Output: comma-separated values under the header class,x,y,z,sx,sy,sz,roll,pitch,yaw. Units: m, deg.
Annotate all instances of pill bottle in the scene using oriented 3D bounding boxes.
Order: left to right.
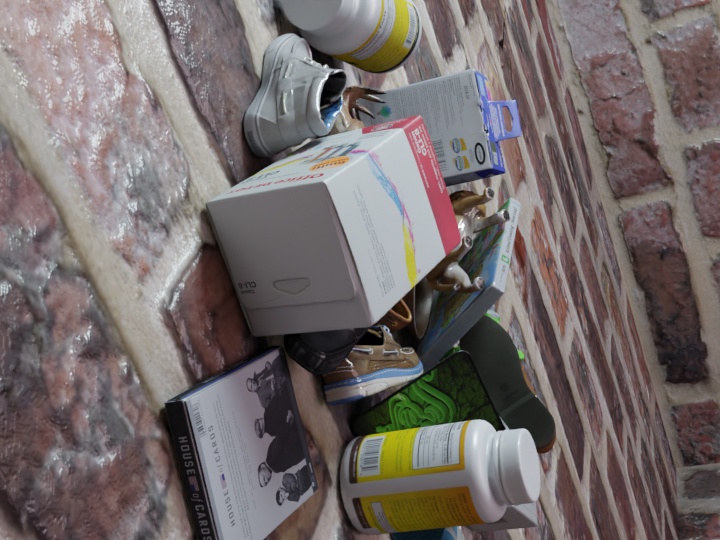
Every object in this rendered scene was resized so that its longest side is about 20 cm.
class,x,y,z,sx,sy,sz,roll,pitch,yaw
pill bottle,-0.011,-0.310,1.293,0.200,0.111,0.111,4,75,-65
pill bottle,0.087,0.222,1.149,0.109,0.200,0.109,-11,90,-69

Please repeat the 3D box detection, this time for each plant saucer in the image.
class,x,y,z,sx,sy,sz,roll,pitch,yaw
plant saucer,0.072,-0.011,1.399,0.200,0.034,0.200,4,90,-79

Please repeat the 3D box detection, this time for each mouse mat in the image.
class,x,y,z,sx,sy,sz,roll,pitch,yaw
mouse mat,0.091,0.199,1.262,0.200,0.161,0.008,61,-7,-36

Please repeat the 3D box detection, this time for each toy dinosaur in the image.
class,x,y,z,sx,sy,sz,roll,pitch,yaw
toy dinosaur,0.001,-0.147,1.294,0.136,0.086,0.200,-84,159,-52

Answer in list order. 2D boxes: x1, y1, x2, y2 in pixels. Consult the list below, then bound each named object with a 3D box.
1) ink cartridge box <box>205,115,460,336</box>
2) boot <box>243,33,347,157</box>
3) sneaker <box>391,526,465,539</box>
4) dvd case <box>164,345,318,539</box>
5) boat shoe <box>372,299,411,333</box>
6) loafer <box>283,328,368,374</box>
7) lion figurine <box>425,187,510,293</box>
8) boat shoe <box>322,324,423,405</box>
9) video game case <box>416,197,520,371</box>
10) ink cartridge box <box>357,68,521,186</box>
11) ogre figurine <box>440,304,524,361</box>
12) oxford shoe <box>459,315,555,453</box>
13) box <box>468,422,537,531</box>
class,x,y,z,sx,sy,sz,roll,pitch,yaw
ink cartridge box,-0.021,-0.044,1.038,0.200,0.145,0.145,-41,118,-52
boot,-0.055,-0.197,1.149,0.200,0.096,0.074,-79,150,-44
sneaker,0.084,0.311,1.277,0.081,0.076,0.200,-39,125,-64
dvd case,-0.100,0.161,0.953,0.200,0.025,0.150,-24,102,-68
boat shoe,0.000,0.001,1.226,0.072,0.068,0.200,-80,150,-43
loafer,-0.024,0.047,1.100,0.068,0.070,0.201,38,23,2
lion figurine,0.120,-0.035,1.364,0.072,0.122,0.200,48,52,-20
boat shoe,0.017,0.099,1.214,0.200,0.072,0.072,-9,86,-69
video game case,0.140,0.022,1.412,0.022,0.200,0.182,30,42,-10
ink cartridge box,0.108,-0.180,1.407,0.076,0.200,0.137,0,80,-68
ogre figurine,0.153,0.129,1.455,0.098,0.120,0.200,31,48,-19
oxford shoe,0.183,0.147,1.351,0.200,0.071,0.071,64,3,29
box,0.183,0.257,1.516,0.124,0.097,0.200,45,39,-54
